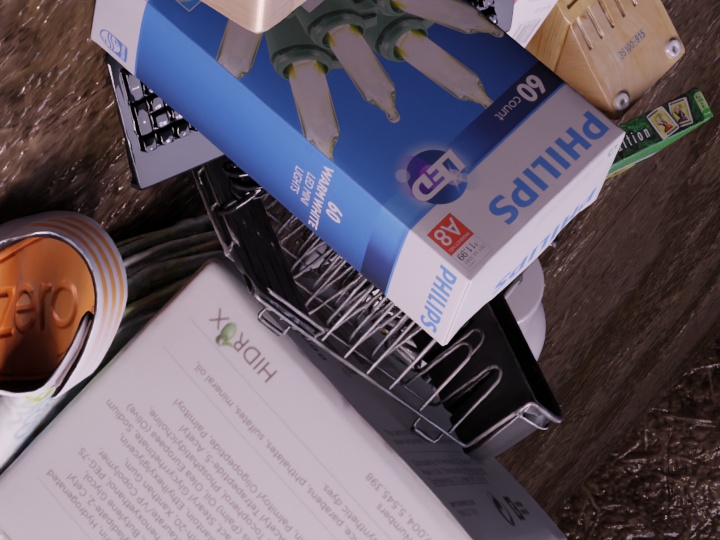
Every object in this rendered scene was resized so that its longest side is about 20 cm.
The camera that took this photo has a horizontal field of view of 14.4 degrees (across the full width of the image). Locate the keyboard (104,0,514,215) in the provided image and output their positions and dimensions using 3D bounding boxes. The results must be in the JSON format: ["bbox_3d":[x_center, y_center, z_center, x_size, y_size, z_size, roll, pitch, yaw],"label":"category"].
[{"bbox_3d":[-0.011,-0.088,1.251,0.199,0.040,0.105,-25,127,-18],"label":"keyboard"}]

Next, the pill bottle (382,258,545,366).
[{"bbox_3d":[0.065,0.053,1.944,0.111,0.111,0.200,-42,165,-29],"label":"pill bottle"}]

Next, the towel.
[{"bbox_3d":[-0.151,0.066,1.417,0.171,0.048,0.201,-26,154,-53],"label":"towel"}]

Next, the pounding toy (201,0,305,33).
[{"bbox_3d":[-0.061,-0.159,0.835,0.200,0.184,0.143,-40,152,-35],"label":"pounding toy"}]

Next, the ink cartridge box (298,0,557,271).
[{"bbox_3d":[0.021,-0.100,1.466,0.201,0.067,0.116,-56,165,21],"label":"ink cartridge box"}]

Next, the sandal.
[{"bbox_3d":[-0.143,0.021,1.217,0.206,0.059,0.080,-17,108,-66],"label":"sandal"}]

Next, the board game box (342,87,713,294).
[{"bbox_3d":[0.091,-0.042,1.566,0.199,0.024,0.105,-26,174,-25],"label":"board game box"}]

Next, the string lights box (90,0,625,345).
[{"bbox_3d":[-0.003,-0.076,1.162,0.103,0.200,0.059,-43,166,-27],"label":"string lights box"}]

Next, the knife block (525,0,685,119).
[{"bbox_3d":[0.090,-0.148,1.611,0.064,0.175,0.201,-44,121,-23],"label":"knife block"}]

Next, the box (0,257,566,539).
[{"bbox_3d":[-0.037,0.125,1.396,0.171,0.200,0.199,-45,166,9],"label":"box"}]

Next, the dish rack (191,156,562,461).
[{"bbox_3d":[0.000,0.000,1.355,0.055,0.154,0.200,-42,129,14],"label":"dish rack"}]

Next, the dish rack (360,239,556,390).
[{"bbox_3d":[0.059,-0.001,1.724,0.154,0.054,0.200,-55,-172,16],"label":"dish rack"}]
